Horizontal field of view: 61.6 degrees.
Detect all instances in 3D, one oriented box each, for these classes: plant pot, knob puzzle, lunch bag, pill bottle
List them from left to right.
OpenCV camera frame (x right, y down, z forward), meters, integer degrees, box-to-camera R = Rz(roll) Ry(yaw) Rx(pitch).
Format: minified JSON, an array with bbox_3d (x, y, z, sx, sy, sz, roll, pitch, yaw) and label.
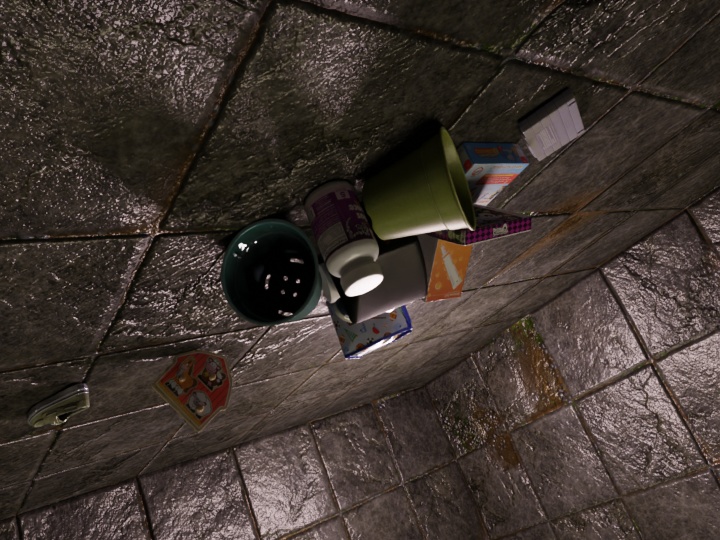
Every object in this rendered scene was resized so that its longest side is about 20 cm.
[{"bbox_3d":[-0.423,0.294,1.608,0.214,0.225,0.031,-10,157,-35],"label":"knob puzzle"},{"bbox_3d":[-0.165,0.020,1.247,0.195,0.205,0.196,-24,168,1],"label":"plant pot"},{"bbox_3d":[-0.029,-0.060,1.170,0.109,0.205,0.113,-21,161,-8],"label":"pill bottle"},{"bbox_3d":[0.000,0.000,1.479,0.194,0.117,0.115,-20,160,-14],"label":"pill bottle"},{"bbox_3d":[0.032,0.122,1.627,0.196,0.175,0.123,-29,165,20],"label":"lunch bag"},{"bbox_3d":[0.033,-0.042,1.332,0.194,0.203,0.180,-19,148,-14],"label":"plant pot"},{"bbox_3d":[0.107,-0.149,1.180,0.184,0.207,0.199,-17,163,19],"label":"plant pot"}]

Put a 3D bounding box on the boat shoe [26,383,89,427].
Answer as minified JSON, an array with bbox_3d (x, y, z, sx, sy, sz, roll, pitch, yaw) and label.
[{"bbox_3d":[-0.762,0.353,1.516,0.196,0.064,0.072,-31,159,17],"label":"boat shoe"}]

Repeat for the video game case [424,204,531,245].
[{"bbox_3d":[0.238,-0.102,1.305,0.195,0.037,0.180,-13,-160,-30],"label":"video game case"}]

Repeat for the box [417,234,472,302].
[{"bbox_3d":[0.195,-0.041,1.482,0.121,0.097,0.207,-6,117,-34],"label":"box"}]

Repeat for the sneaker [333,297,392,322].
[{"bbox_3d":[0.025,0.059,1.407,0.196,0.076,0.085,-14,149,-42],"label":"sneaker"}]

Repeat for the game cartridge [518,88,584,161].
[{"bbox_3d":[0.422,-0.315,1.331,0.127,0.039,0.199,-28,160,20],"label":"game cartridge"}]

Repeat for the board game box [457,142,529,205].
[{"bbox_3d":[0.250,-0.202,1.369,0.195,0.057,0.196,-9,154,-39],"label":"board game box"}]
